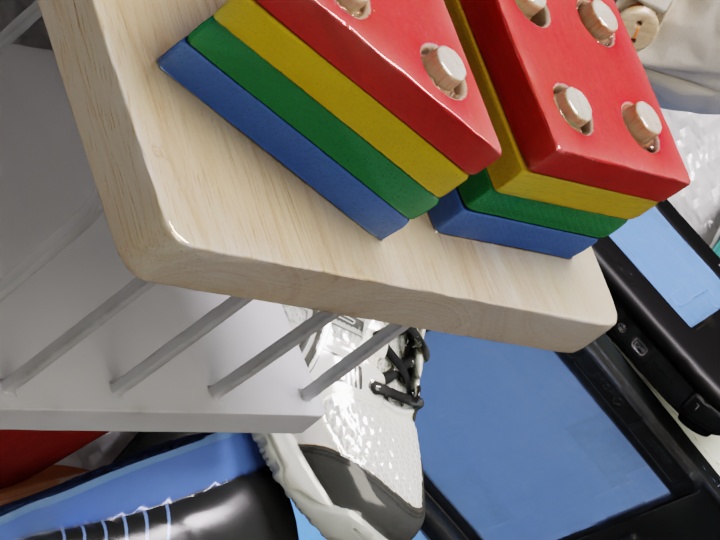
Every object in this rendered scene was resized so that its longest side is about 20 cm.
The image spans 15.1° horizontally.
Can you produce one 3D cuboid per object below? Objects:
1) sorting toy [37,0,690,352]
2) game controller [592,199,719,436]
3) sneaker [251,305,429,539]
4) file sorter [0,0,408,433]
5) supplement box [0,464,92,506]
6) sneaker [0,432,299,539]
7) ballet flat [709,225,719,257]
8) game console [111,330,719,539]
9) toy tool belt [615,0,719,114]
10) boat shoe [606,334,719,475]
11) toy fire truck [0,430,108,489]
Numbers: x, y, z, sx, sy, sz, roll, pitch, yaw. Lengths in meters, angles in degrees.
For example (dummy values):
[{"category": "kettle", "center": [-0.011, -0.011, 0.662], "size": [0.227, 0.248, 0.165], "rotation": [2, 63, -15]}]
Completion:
[{"category": "sorting toy", "center": [-0.003, -0.089, 0.773], "size": [0.198, 0.069, 0.201], "rotation": [11, 52, -50]}, {"category": "game controller", "center": [0.100, -0.019, 1.086], "size": [0.200, 0.042, 0.104], "rotation": [49, 34, 8]}, {"category": "sneaker", "center": [0.000, 0.000, 0.960], "size": [0.076, 0.087, 0.201], "rotation": [26, 46, -62]}, {"category": "file sorter", "center": [-0.066, -0.040, 0.830], "size": [0.199, 0.124, 0.139], "rotation": [5, 55, -52]}, {"category": "supplement box", "center": [-0.118, 0.174, 0.972], "size": [0.066, 0.069, 0.201], "rotation": [-12, 94, -33]}, {"category": "sneaker", "center": [-0.101, 0.112, 0.904], "size": [0.199, 0.070, 0.078], "rotation": [-18, 91, -34]}, {"category": "ballet flat", "center": [0.197, -0.018, 1.202], "size": [0.070, 0.069, 0.200], "rotation": [52, 53, -22]}, {"category": "game console", "center": [0.025, 0.099, 1.049], "size": [0.200, 0.175, 0.117], "rotation": [49, 35, -24]}, {"category": "toy tool belt", "center": [0.089, -0.145, 1.087], "size": [0.122, 0.201, 0.125], "rotation": [-3, 134, -9]}, {"category": "boat shoe", "center": [0.099, 0.054, 1.131], "size": [0.201, 0.060, 0.072], "rotation": [39, 24, -34]}, {"category": "toy fire truck", "center": [-0.143, 0.021, 0.878], "size": [0.176, 0.128, 0.201], "rotation": [32, 47, -31]}]
